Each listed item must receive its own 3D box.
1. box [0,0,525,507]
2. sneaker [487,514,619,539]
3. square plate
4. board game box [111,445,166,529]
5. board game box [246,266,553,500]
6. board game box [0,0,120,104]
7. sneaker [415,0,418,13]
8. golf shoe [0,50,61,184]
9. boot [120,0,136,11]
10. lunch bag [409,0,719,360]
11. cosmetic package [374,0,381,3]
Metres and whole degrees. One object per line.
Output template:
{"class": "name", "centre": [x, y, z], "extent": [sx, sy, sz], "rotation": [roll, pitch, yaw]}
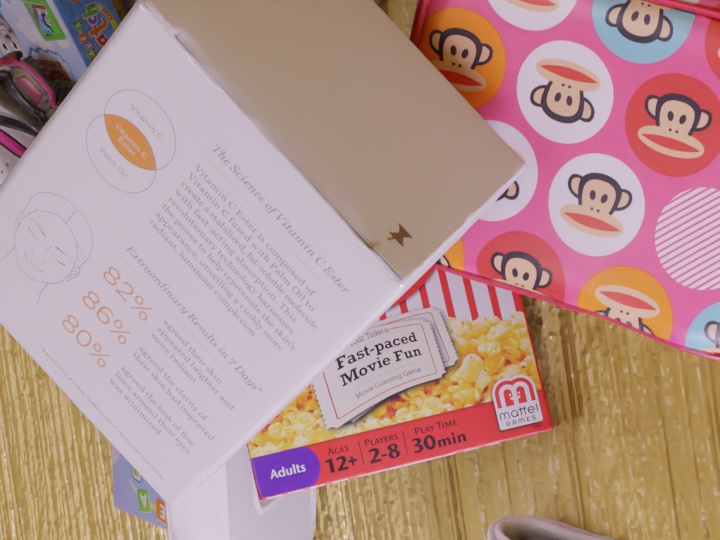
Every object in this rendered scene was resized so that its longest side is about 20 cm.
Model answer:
{"class": "box", "centre": [-0.057, -0.023, 0.916], "extent": [0.152, 0.106, 0.200], "rotation": [47, 134, 1]}
{"class": "sneaker", "centre": [0.117, 0.197, 1.034], "extent": [0.200, 0.073, 0.116], "rotation": [36, 128, 44]}
{"class": "square plate", "centre": [-0.061, 0.096, 1.174], "extent": [0.028, 0.198, 0.202], "rotation": [0, 100, 16]}
{"class": "board game box", "centre": [-0.105, 0.061, 1.313], "extent": [0.151, 0.036, 0.202], "rotation": [12, 107, 54]}
{"class": "board game box", "centre": [0.000, 0.000, 1.082], "extent": [0.046, 0.150, 0.201], "rotation": [73, -177, -86]}
{"class": "board game box", "centre": [-0.186, -0.138, 1.293], "extent": [0.151, 0.037, 0.201], "rotation": [14, 135, 56]}
{"class": "sneaker", "centre": [0.070, -0.099, 1.015], "extent": [0.076, 0.082, 0.201], "rotation": [3, 113, 11]}
{"class": "golf shoe", "centre": [-0.171, -0.027, 1.241], "extent": [0.200, 0.092, 0.073], "rotation": [47, 155, 9]}
{"class": "boot", "centre": [-0.093, -0.147, 1.243], "extent": [0.096, 0.073, 0.201], "rotation": [-33, 67, 61]}
{"class": "lunch bag", "centre": [0.114, -0.069, 0.913], "extent": [0.199, 0.082, 0.177], "rotation": [20, 118, 15]}
{"class": "cosmetic package", "centre": [-0.020, -0.181, 1.101], "extent": [0.200, 0.103, 0.074], "rotation": [-35, 69, 48]}
